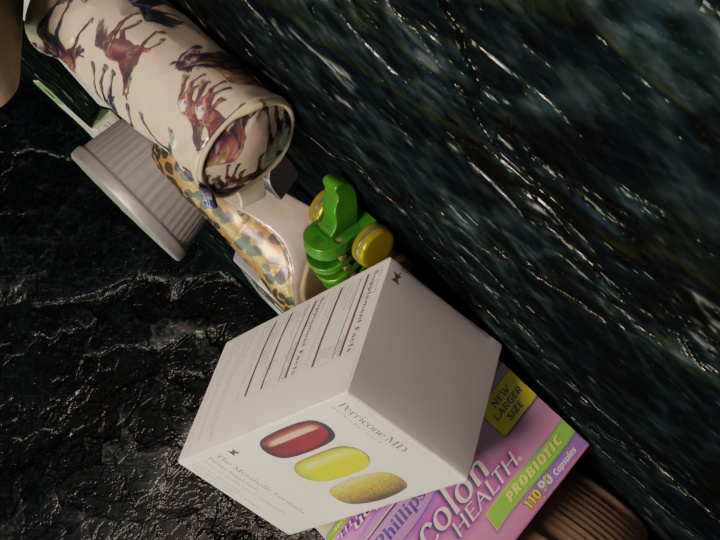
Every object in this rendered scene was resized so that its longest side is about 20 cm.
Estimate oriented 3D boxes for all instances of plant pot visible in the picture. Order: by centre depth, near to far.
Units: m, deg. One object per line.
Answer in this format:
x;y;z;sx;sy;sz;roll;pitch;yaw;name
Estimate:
0.166;0.220;1.047;0.200;0.093;0.201;37;168;9;plant pot

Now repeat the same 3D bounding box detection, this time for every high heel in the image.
-0.090;-0.033;1.062;0.142;0.072;0.201;18;144;34;high heel

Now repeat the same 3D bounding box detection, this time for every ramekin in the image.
-0.283;-0.114;1.740;0.202;0.094;0.202;44;172;7;ramekin

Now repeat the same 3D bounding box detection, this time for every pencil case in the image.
-0.133;-0.125;0.841;0.200;0.077;0.090;40;138;25;pencil case

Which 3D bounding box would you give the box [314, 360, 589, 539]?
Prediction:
0.047;0.147;0.992;0.097;0.176;0.200;41;173;-18;box

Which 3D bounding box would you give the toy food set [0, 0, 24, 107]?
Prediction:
-0.264;-0.207;0.810;0.144;0.060;0.201;74;-177;-47;toy food set

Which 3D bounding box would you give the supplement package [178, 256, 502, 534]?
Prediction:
-0.016;0.093;0.903;0.113;0.110;0.199;36;142;-22;supplement package

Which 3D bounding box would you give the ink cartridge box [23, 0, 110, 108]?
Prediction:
-0.175;-0.177;1.027;0.198;0.057;0.163;14;155;34;ink cartridge box

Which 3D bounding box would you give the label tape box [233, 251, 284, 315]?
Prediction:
-0.080;0.012;1.426;0.200;0.066;0.143;40;172;19;label tape box

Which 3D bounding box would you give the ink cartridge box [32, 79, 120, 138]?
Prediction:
-0.393;-0.224;1.930;0.200;0.048;0.145;47;173;-18;ink cartridge box

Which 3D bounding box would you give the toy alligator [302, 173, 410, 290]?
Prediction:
0.000;0.000;0.922;0.059;0.054;0.200;40;172;31;toy alligator
